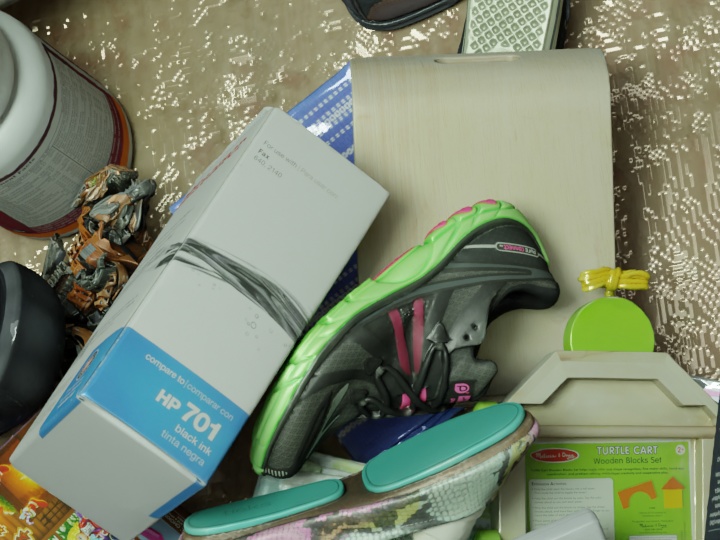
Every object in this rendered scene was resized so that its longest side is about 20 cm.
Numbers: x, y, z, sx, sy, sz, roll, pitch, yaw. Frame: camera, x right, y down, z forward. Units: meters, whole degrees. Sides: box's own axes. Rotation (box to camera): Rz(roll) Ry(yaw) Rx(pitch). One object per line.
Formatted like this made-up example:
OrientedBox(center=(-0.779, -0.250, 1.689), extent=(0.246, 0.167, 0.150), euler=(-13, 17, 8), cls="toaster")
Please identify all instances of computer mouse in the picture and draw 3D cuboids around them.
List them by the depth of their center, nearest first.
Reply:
OrientedBox(center=(-0.213, 0.049, 1.480), extent=(0.053, 0.200, 0.139), euler=(15, 73, -22), cls="computer mouse")

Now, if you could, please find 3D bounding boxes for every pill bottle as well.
OrientedBox(center=(-0.217, -0.091, 1.480), extent=(0.110, 0.200, 0.110), euler=(-4, 76, 16), cls="pill bottle")

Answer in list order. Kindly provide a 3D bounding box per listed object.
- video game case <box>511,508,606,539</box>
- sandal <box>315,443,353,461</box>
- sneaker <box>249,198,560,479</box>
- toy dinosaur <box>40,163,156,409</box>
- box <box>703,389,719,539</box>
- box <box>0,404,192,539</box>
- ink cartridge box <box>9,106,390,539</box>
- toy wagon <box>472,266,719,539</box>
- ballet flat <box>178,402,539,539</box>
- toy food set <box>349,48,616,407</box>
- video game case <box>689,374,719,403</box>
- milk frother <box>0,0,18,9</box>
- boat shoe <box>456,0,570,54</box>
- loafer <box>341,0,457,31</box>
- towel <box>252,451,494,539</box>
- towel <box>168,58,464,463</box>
OrientedBox(center=(0.071, 0.247, 1.331), extent=(0.182, 0.022, 0.200), euler=(-22, 109, -5), cls="video game case")
OrientedBox(center=(-0.003, 0.200, 1.425), extent=(0.078, 0.070, 0.212), euler=(-26, 91, -15), cls="sandal")
OrientedBox(center=(0.024, 0.044, 1.327), extent=(0.200, 0.077, 0.084), euler=(-39, 81, -12), cls="sneaker")
OrientedBox(center=(-0.143, 0.044, 1.500), extent=(0.136, 0.102, 0.200), euler=(19, 121, 34), cls="toy dinosaur")
OrientedBox(center=(0.265, 0.117, 1.312), extent=(0.148, 0.104, 0.200), euler=(11, 80, -10), cls="box")
OrientedBox(center=(-0.142, 0.181, 1.412), extent=(0.200, 0.039, 0.137), euler=(40, 50, 3), cls="box")
OrientedBox(center=(-0.087, 0.030, 1.344), extent=(0.086, 0.146, 0.200), euler=(37, 63, -7), cls="ink cartridge box")
OrientedBox(center=(0.137, 0.098, 1.365), extent=(0.155, 0.040, 0.200), euler=(1, 82, -10), cls="toy wagon")
OrientedBox(center=(0.005, 0.132, 1.315), extent=(0.200, 0.069, 0.071), euler=(-20, 104, 2), cls="ballet flat")
OrientedBox(center=(0.068, -0.023, 1.413), extent=(0.143, 0.060, 0.200), euler=(-2, 91, -2), cls="toy food set")
OrientedBox(center=(0.154, 0.154, 1.410), extent=(0.143, 0.018, 0.200), euler=(11, 81, 18), cls="video game case")
OrientedBox(center=(-0.255, -0.251, 1.514), extent=(0.188, 0.181, 0.200), euler=(-25, 111, 13), cls="milk frother")
OrientedBox(center=(0.080, -0.096, 1.469), extent=(0.075, 0.062, 0.200), euler=(14, 97, 15), cls="boat shoe")
OrientedBox(center=(0.074, -0.207, 1.493), extent=(0.200, 0.063, 0.072), euler=(-29, 71, 9), cls="loafer")
OrientedBox(center=(0.012, 0.206, 1.367), extent=(0.171, 0.048, 0.200), euler=(12, 82, -12), cls="towel")
OrientedBox(center=(0.000, 0.000, 1.455), extent=(0.145, 0.024, 0.200), euler=(-38, 86, 12), cls="towel")
